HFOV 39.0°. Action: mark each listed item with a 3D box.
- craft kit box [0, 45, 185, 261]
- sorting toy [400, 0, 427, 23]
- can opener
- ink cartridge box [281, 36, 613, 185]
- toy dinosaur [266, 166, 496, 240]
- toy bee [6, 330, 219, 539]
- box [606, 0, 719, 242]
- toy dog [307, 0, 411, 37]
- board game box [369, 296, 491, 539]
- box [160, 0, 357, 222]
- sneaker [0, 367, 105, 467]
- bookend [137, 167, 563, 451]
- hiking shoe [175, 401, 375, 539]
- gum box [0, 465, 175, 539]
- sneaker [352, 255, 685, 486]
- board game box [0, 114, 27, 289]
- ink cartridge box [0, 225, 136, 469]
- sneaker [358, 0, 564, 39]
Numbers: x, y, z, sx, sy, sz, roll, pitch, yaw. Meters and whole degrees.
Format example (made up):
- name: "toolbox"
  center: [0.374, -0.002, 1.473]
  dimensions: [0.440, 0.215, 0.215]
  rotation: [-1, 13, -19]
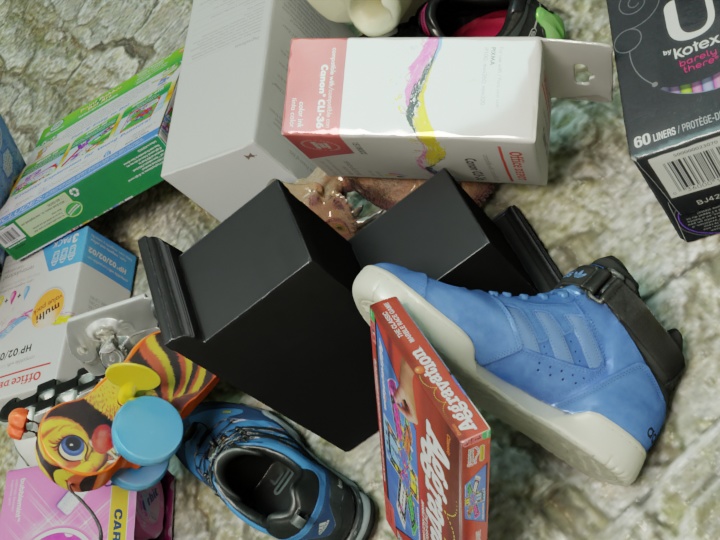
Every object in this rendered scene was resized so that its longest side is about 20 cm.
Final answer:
- name: "craft kit box"
  center: [-0.244, -0.119, 0.977]
  dimensions: [0.199, 0.049, 0.198]
  rotation: [-25, 35, 19]
- name: "sorting toy"
  center: [0.044, -0.347, 0.932]
  dimensions: [0.199, 0.070, 0.200]
  rotation: [-40, 47, 10]
- name: "can opener"
  center: [-0.133, 0.030, 0.786]
  dimensions: [0.199, 0.054, 0.067]
  rotation: [-18, 18, 12]
- name: "ink cartridge box"
  center: [0.062, -0.101, 0.663]
  dimensions: [0.199, 0.116, 0.068]
  rotation: [3, 83, 15]
- name: "toy dinosaur"
  center: [0.036, -0.067, 0.765]
  dimensions: [0.199, 0.086, 0.136]
  rotation: [2, 75, 20]
- name: "toy bee"
  center: [-0.173, 0.104, 0.684]
  dimensions: [0.131, 0.108, 0.200]
  rotation: [-57, 4, 31]
- name: "box"
  center: [0.231, -0.140, 0.641]
  dimensions: [0.122, 0.106, 0.201]
  rotation: [-18, 54, 27]
- name: "toy dog"
  center: [0.043, -0.282, 0.789]
  dimensions: [0.200, 0.194, 0.140]
  rotation: [-44, 85, -8]
- name: "board game box"
  center: [0.039, 0.120, 0.574]
  dimensions: [0.019, 0.201, 0.103]
  rotation: [-21, 45, -16]
- name: "box"
  center: [-0.079, -0.143, 0.861]
  dimensions: [0.097, 0.124, 0.201]
  rotation: [-15, 55, 29]
- name: "sneaker"
  center: [-0.181, 0.111, 0.827]
  dimensions: [0.199, 0.089, 0.074]
  rotation: [-22, 20, -1]
- name: "bookend"
  center: [0.000, 0.000, 0.663]
  dimensions: [0.198, 0.200, 0.092]
  rotation: [-37, 48, 13]
- name: "hiking shoe"
  center: [-0.077, 0.132, 0.716]
  dimensions: [0.200, 0.087, 0.075]
  rotation: [19, 76, 42]
- name: "gum box"
  center: [-0.204, 0.240, 0.738]
  dimensions: [0.113, 0.066, 0.201]
  rotation: [-12, 55, 12]
- name: "sneaker"
  center: [0.100, 0.028, 0.601]
  dimensions: [0.200, 0.077, 0.111]
  rotation: [33, 74, -1]
- name: "board game box"
  center: [-0.361, -0.036, 0.959]
  dimensions: [0.043, 0.199, 0.201]
  rotation: [0, 59, 3]
- name: "ink cartridge box"
  center: [-0.279, 0.073, 0.915]
  dimensions: [0.115, 0.068, 0.201]
  rotation: [-17, 54, 29]
- name: "sneaker"
  center: [0.062, -0.190, 0.812]
  dimensions: [0.199, 0.084, 0.077]
  rotation: [-6, 60, 34]
